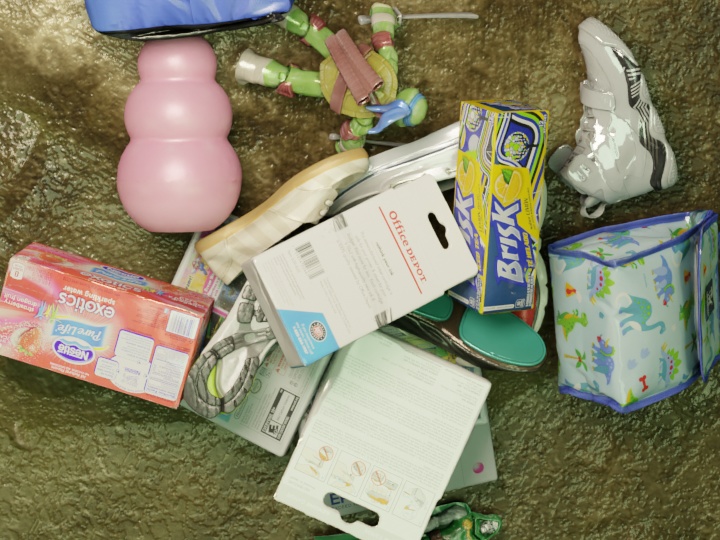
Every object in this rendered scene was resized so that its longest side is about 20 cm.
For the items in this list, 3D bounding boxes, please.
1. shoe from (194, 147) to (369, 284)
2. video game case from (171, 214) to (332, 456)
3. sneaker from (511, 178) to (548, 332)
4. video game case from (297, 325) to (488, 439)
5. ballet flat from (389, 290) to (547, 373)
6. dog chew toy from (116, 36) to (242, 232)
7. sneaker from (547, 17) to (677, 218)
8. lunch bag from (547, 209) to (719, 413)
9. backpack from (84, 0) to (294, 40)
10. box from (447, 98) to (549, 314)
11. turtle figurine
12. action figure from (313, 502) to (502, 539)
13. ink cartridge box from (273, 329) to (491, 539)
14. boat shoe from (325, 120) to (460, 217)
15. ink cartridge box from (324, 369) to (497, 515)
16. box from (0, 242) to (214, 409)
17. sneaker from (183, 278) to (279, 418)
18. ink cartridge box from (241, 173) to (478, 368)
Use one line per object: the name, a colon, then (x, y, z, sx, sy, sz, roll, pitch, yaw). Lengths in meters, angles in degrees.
shoe: (-0.070, -0.055, 1.715, 0.199, 0.070, 0.054, -31, 86, 12)
video game case: (-0.117, 0.062, 1.771, 0.181, 0.024, 0.201, 26, 99, 7)
sneaker: (0.141, -0.014, 1.789, 0.085, 0.077, 0.202, -6, 97, -43)
video game case: (0.023, 0.085, 1.803, 0.198, 0.022, 0.184, -8, 87, -7)
ballet flat: (0.095, 0.056, 1.767, 0.199, 0.069, 0.068, 27, 59, 5)
dog chew toy: (-0.179, -0.140, 1.697, 0.124, 0.125, 0.202, -2, 96, -9)
sneaker: (0.244, -0.152, 1.783, 0.114, 0.075, 0.201, -29, 110, -5)
lunch bag: (0.307, 0.038, 1.817, 0.199, 0.127, 0.171, -17, 110, -36)
backpack: (-0.170, -0.310, 1.631, 0.198, 0.163, 0.169, -10, 108, 7)
box: (0.134, -0.063, 1.695, 0.064, 0.070, 0.202, -5, 107, -28)
turtle figurine: (-0.013, -0.196, 1.732, 0.193, 0.200, 0.145, 25, 129, 8)
action figure: (0.062, 0.307, 1.879, 0.199, 0.055, 0.119, -22, 103, -8)
ink cartridge box: (0.021, 0.171, 1.765, 0.160, 0.050, 0.201, 25, 88, -4)
boat shoe: (0.048, -0.089, 1.746, 0.199, 0.074, 0.067, -25, 80, 14)
ink cartridge box: (0.037, 0.148, 1.840, 0.195, 0.043, 0.201, -13, 106, -6)
box: (-0.256, 0.054, 1.720, 0.199, 0.095, 0.103, 16, 100, 0)
sneaker: (-0.109, 0.057, 1.721, 0.074, 0.081, 0.200, 41, 81, -8)
ink cartridge box: (0.000, 0.000, 1.677, 0.199, 0.067, 0.116, -26, 90, -16)
